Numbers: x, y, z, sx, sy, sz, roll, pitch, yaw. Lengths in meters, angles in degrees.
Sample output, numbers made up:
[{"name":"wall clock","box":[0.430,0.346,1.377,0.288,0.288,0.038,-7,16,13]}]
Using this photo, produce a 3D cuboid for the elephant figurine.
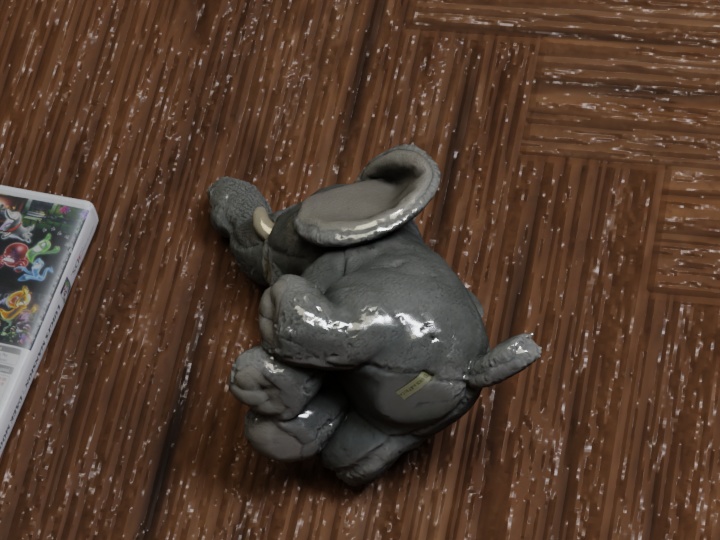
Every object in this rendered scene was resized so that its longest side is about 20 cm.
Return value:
[{"name":"elephant figurine","box":[0.000,0.000,1.401,0.154,0.142,0.201,20,40,-12]}]

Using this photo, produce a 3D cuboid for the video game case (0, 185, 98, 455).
[{"name":"video game case","box":[-0.268,0.023,1.483,0.199,0.023,0.183,10,60,16]}]
